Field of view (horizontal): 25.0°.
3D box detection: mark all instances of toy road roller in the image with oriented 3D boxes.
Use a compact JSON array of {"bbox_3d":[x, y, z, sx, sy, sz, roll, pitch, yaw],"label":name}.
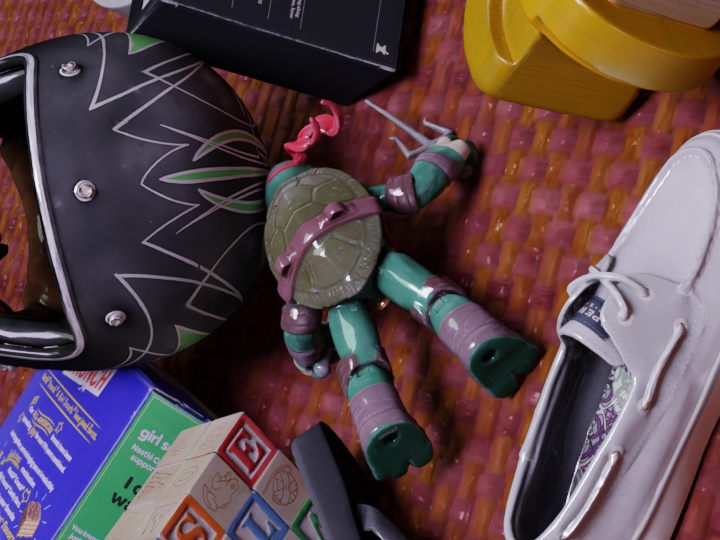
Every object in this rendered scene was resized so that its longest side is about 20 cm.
[{"bbox_3d":[0.104,-0.161,0.739,0.146,0.122,0.201,-54,39,40],"label":"toy road roller"}]

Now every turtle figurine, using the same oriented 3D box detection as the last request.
[{"bbox_3d":[0.000,0.000,0.824,0.150,0.100,0.200,-53,46,23],"label":"turtle figurine"}]

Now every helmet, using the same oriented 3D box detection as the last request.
[{"bbox_3d":[-0.139,-0.037,0.877,0.190,0.200,0.201,-10,65,30],"label":"helmet"}]

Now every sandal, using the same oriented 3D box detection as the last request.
[{"bbox_3d":[0.018,0.139,0.760,0.043,0.076,0.200,-33,45,4],"label":"sandal"}]

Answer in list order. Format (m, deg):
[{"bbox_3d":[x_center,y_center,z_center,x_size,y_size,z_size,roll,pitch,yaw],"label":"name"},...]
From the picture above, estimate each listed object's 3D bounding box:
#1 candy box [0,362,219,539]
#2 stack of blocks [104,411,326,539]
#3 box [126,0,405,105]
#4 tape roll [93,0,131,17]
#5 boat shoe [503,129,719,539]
[{"bbox_3d":[-0.172,0.143,0.946,0.200,0.077,0.169,-58,27,-2],"label":"candy box"},{"bbox_3d":[-0.085,0.183,0.798,0.058,0.115,0.200,-21,27,46],"label":"stack of blocks"},{"bbox_3d":[-0.043,-0.213,0.922,0.079,0.141,0.201,153,128,-65],"label":"box"},{"bbox_3d":[-0.113,-0.262,1.107,0.200,0.066,0.201,-25,55,43],"label":"tape roll"},{"bbox_3d":[0.112,0.032,0.682,0.072,0.068,0.201,30,99,53],"label":"boat shoe"}]
